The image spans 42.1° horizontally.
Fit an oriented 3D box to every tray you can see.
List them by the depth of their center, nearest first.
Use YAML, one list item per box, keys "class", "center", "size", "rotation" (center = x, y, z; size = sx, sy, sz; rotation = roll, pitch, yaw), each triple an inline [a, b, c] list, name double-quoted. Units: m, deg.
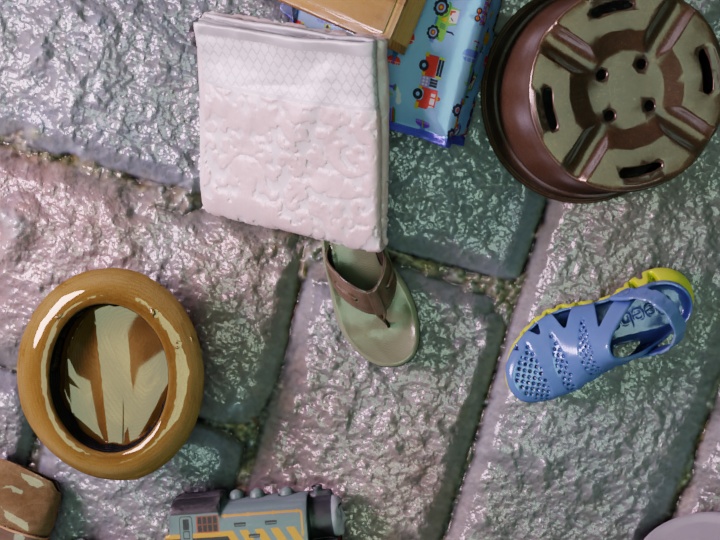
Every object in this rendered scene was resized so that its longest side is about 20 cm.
- class: "tray"
  center: [-0.028, -0.273, 0.820]
  size: [0.198, 0.037, 0.100]
  rotation: [30, 103, 27]

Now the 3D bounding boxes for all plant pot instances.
- class: "plant pot"
  center: [0.204, -0.151, 0.786]
  size: [0.195, 0.198, 0.205]
  rotation: [1, 98, 4]

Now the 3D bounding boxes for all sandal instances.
- class: "sandal"
  center: [0.224, 0.064, 0.875]
  size: [0.198, 0.087, 0.080]
  rotation: [-31, 97, 10]
- class: "sandal"
  center: [-0.001, -0.001, 0.895]
  size: [0.078, 0.057, 0.205]
  rotation: [-18, 97, 7]

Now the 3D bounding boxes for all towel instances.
- class: "towel"
  center: [-0.064, -0.122, 0.835]
  size: [0.197, 0.032, 0.195]
  rotation: [14, 119, 27]

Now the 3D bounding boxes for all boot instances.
- class: "boot"
  center: [-0.405, 0.221, 0.965]
  size: [0.196, 0.074, 0.077]
  rotation: [20, 81, -3]

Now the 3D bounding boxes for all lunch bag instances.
- class: "lunch bag"
  center: [0.015, -0.213, 0.853]
  size: [0.196, 0.094, 0.154]
  rotation: [18, 102, 13]

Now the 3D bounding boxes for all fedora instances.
- class: "fedora"
  center: [-0.235, 0.098, 0.917]
  size: [0.196, 0.082, 0.206]
  rotation: [0, 94, 5]

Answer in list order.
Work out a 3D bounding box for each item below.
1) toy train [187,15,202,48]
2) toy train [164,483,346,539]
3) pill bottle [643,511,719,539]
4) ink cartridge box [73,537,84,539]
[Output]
- class: "toy train"
  center: [-0.099, -0.153, 0.892]
  size: [0.045, 0.034, 0.203]
  rotation: [-29, 96, -2]
- class: "toy train"
  center: [-0.105, 0.277, 0.939]
  size: [0.195, 0.085, 0.117]
  rotation: [-5, 89, 5]
- class: "pill bottle"
  center: [0.348, 0.348, 0.895]
  size: [0.114, 0.116, 0.204]
  rotation: [-19, 97, 7]
- class: "ink cartridge box"
  center: [-0.316, 0.391, 0.990]
  size: [0.196, 0.043, 0.201]
  rotation: [-12, 97, 4]
